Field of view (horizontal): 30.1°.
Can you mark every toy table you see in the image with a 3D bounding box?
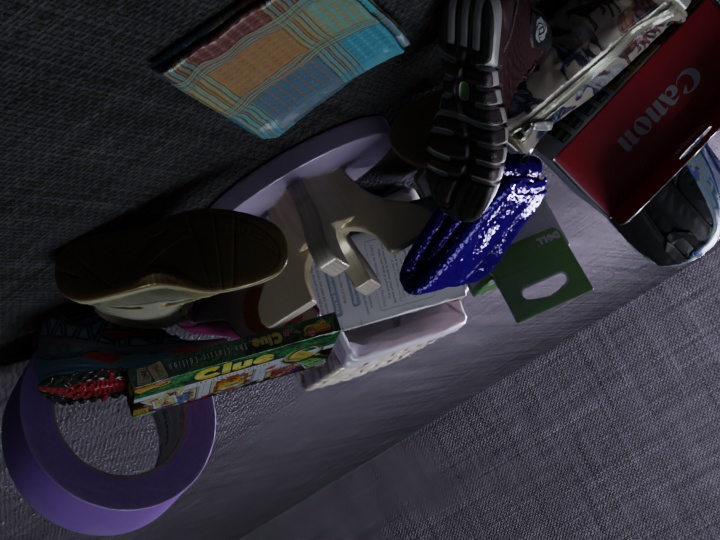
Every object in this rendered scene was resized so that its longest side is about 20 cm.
[{"bbox_3d":[-0.036,-0.040,1.231,0.199,0.118,0.183,-34,165,18],"label":"toy table"}]

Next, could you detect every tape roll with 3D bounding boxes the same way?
[{"bbox_3d":[-0.248,0.153,1.327,0.198,0.202,0.085,-18,165,-35],"label":"tape roll"}]

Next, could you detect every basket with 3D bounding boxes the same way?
[{"bbox_3d":[0.003,0.047,1.589,0.198,0.137,0.123,-15,165,-42],"label":"basket"}]

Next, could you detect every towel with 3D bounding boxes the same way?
[{"bbox_3d":[-0.051,-0.157,0.980,0.146,0.022,0.200,-32,166,12],"label":"towel"},{"bbox_3d":[0.112,-0.040,1.242,0.149,0.049,0.200,-58,165,13],"label":"towel"}]

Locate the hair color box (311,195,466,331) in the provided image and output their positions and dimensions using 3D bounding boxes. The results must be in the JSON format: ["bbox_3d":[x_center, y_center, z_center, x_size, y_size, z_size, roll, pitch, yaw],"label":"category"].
[{"bbox_3d":[0.000,0.000,1.373,0.197,0.100,0.061,-16,-160,-2],"label":"hair color box"}]

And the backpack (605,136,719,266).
[{"bbox_3d":[0.351,-0.106,1.573,0.153,0.202,0.163,-13,159,-50],"label":"backpack"}]

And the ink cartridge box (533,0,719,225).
[{"bbox_3d":[0.259,-0.153,1.219,0.200,0.084,0.176,-47,-167,6],"label":"ink cartridge box"}]

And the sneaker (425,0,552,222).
[{"bbox_3d":[0.117,-0.144,1.104,0.115,0.075,0.202,-28,133,-42],"label":"sneaker"}]

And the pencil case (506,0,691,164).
[{"bbox_3d":[0.189,-0.185,1.163,0.200,0.090,0.078,-41,132,11],"label":"pencil case"}]

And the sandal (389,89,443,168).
[{"bbox_3d":[0.115,-0.138,1.258,0.210,0.078,0.070,-30,165,-19],"label":"sandal"}]

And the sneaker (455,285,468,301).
[{"bbox_3d":[0.036,0.016,1.466,0.198,0.072,0.112,-13,177,-38],"label":"sneaker"}]

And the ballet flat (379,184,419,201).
[{"bbox_3d":[-0.018,-0.024,1.428,0.198,0.070,0.070,-26,166,-9],"label":"ballet flat"}]

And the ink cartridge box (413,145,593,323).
[{"bbox_3d":[0.148,-0.040,1.410,0.103,0.202,0.059,-20,164,-25],"label":"ink cartridge box"}]

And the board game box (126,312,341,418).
[{"bbox_3d":[-0.120,0.090,1.254,0.197,0.024,0.105,-15,159,-15],"label":"board game box"}]

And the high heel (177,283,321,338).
[{"bbox_3d":[-0.110,0.039,1.349,0.198,0.068,0.096,9,177,29],"label":"high heel"}]

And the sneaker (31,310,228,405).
[{"bbox_3d":[-0.215,0.067,1.289,0.198,0.097,0.079,-1,152,-31],"label":"sneaker"}]

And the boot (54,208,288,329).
[{"bbox_3d":[-0.157,0.004,1.192,0.197,0.073,0.155,-9,167,1],"label":"boot"}]
